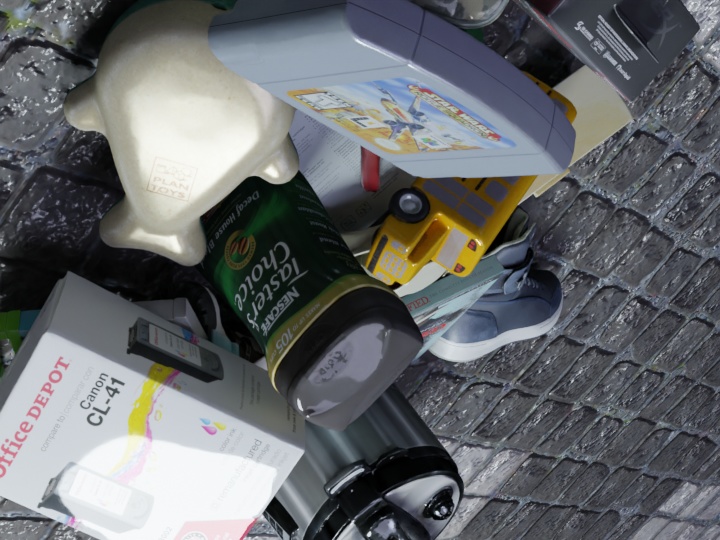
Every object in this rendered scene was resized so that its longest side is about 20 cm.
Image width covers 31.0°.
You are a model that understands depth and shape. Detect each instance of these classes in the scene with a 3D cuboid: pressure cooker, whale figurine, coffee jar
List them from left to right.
[{"bbox_3d":[-0.117,-0.098,0.868,0.158,0.104,0.200,13,129,-10],"label":"whale figurine"},{"bbox_3d":[-0.043,0.013,0.912,0.104,0.200,0.085,-48,142,11],"label":"coffee jar"},{"bbox_3d":[0.000,0.202,1.236,0.175,0.200,0.179,-8,135,-39],"label":"pressure cooker"}]

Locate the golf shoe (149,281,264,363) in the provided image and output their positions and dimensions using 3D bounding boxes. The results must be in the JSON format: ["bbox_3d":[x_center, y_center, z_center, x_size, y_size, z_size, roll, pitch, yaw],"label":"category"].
[{"bbox_3d":[-0.125,0.065,1.086,0.094,0.078,0.200,-33,154,-29],"label":"golf shoe"}]

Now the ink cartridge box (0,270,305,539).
[{"bbox_3d":[-0.158,0.116,0.928,0.199,0.086,0.148,27,113,-17],"label":"ink cartridge box"}]

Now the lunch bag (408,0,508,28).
[{"bbox_3d":[0.001,-0.221,0.734,0.199,0.168,0.140,15,103,-10],"label":"lunch bag"}]

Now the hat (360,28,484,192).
[{"bbox_3d":[-0.026,-0.141,0.915,0.165,0.201,0.176,-24,-171,-37],"label":"hat"}]

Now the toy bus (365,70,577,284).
[{"bbox_3d":[0.084,-0.066,0.999,0.200,0.078,0.065,-53,175,-30],"label":"toy bus"}]

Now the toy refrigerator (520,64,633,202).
[{"bbox_3d":[0.133,-0.091,1.121,0.200,0.070,0.076,-36,-179,-6],"label":"toy refrigerator"}]

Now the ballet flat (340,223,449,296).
[{"bbox_3d":[0.000,0.000,1.028,0.199,0.070,0.070,-19,143,-6],"label":"ballet flat"}]

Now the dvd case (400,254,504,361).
[{"bbox_3d":[0.026,0.060,1.124,0.146,0.022,0.200,-24,164,-30],"label":"dvd case"}]

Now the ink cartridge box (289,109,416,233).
[{"bbox_3d":[-0.029,-0.100,1.009,0.196,0.043,0.200,-41,142,2],"label":"ink cartridge box"}]

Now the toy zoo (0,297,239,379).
[{"bbox_3d":[-0.192,0.073,0.988,0.199,0.021,0.131,-4,140,-2],"label":"toy zoo"}]

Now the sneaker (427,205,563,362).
[{"bbox_3d":[0.149,-0.006,1.254,0.202,0.077,0.147,-22,132,-50],"label":"sneaker"}]

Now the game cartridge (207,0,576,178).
[{"bbox_3d":[0.027,-0.101,0.739,0.200,0.133,0.042,26,78,-41],"label":"game cartridge"}]

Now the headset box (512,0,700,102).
[{"bbox_3d":[0.135,-0.212,0.896,0.075,0.200,0.149,-48,146,11],"label":"headset box"}]

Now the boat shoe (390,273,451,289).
[{"bbox_3d":[0.001,0.022,1.134,0.199,0.069,0.074,-21,117,-33],"label":"boat shoe"}]

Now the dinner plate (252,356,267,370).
[{"bbox_3d":[-0.106,0.130,1.074,0.200,0.024,0.200,-41,166,-12],"label":"dinner plate"}]
